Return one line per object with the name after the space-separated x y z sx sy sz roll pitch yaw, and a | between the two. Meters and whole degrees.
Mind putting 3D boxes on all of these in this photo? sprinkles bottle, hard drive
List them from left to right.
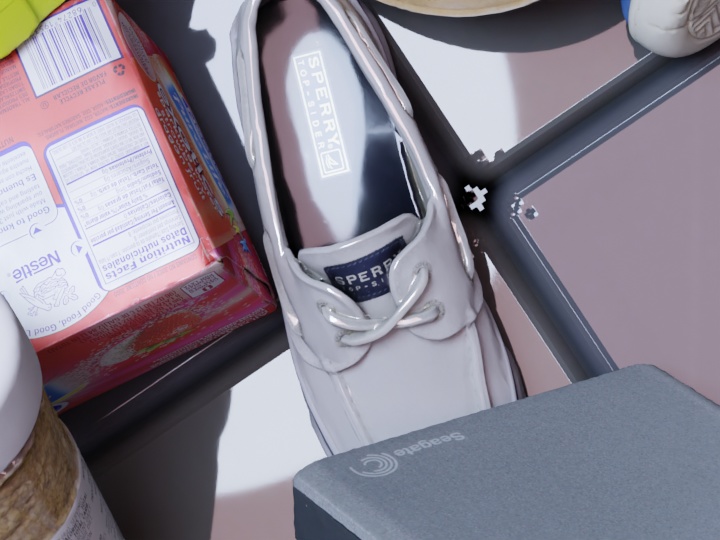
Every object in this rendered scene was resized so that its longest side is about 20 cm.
-0.109 0.077 0.892 0.068 0.200 0.069 -6 56 8 | sprinkles bottle
0.089 0.093 0.858 0.139 0.200 0.033 -15 118 -29 | hard drive

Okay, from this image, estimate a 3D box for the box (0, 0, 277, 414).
-0.140 0.005 0.948 0.199 0.095 0.100 -26 77 5 | box

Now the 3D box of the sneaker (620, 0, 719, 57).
0.101 -0.177 0.946 0.111 0.077 0.201 28 111 27 | sneaker

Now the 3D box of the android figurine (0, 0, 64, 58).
-0.160 -0.114 0.940 0.199 0.041 0.183 5 54 30 | android figurine

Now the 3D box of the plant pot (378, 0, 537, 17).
0.033 -0.181 0.933 0.199 0.027 0.201 8 103 36 | plant pot

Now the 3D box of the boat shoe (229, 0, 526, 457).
0.000 0.000 0.951 0.073 0.065 0.201 -23 86 4 | boat shoe
